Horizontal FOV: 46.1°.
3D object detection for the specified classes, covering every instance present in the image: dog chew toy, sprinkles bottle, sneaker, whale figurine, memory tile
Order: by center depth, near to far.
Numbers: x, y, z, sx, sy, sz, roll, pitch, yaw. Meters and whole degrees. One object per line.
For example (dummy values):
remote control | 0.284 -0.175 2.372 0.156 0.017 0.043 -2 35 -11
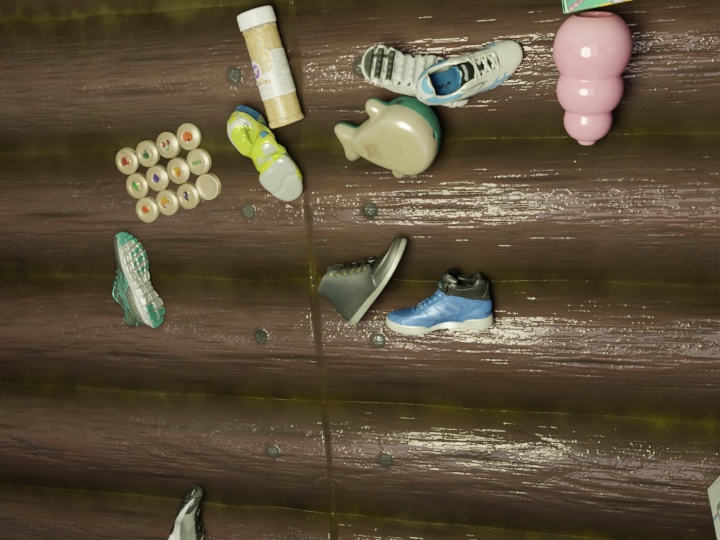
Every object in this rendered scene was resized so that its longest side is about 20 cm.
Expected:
dog chew toy | 0.366 -0.302 1.344 0.121 0.125 0.205 3 115 15
sneaker | 0.183 -0.323 1.381 0.196 0.072 0.073 -24 99 -10
sneaker | 0.093 -0.328 1.439 0.195 0.081 0.077 16 89 -9
whale figurine | 0.052 -0.239 1.471 0.197 0.105 0.161 3 135 38
sprinkles bottle | -0.158 -0.360 1.500 0.067 0.068 0.205 -12 103 19
sneaker | 0.140 0.051 1.531 0.195 0.077 0.114 -2 112 12
sneaker | -0.168 -0.224 1.548 0.074 0.106 0.201 -24 128 15
sneaker | 0.000 0.000 1.558 0.105 0.075 0.202 36 114 0
memory tile | -0.374 -0.187 1.642 0.196 0.017 0.157 -17 101 20
sneaker | -0.469 0.025 1.705 0.089 0.078 0.205 -10 102 22
sneaker | -0.368 0.551 1.841 0.078 0.074 0.203 21 117 -1

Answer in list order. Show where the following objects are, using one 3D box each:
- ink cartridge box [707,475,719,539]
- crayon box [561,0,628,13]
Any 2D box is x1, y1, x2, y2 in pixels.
ink cartridge box | 0.680 0.439 1.429 0.146 0.200 0.086 34 113 2
crayon box | 0.405 -0.441 1.286 0.195 0.119 0.060 -8 105 18
